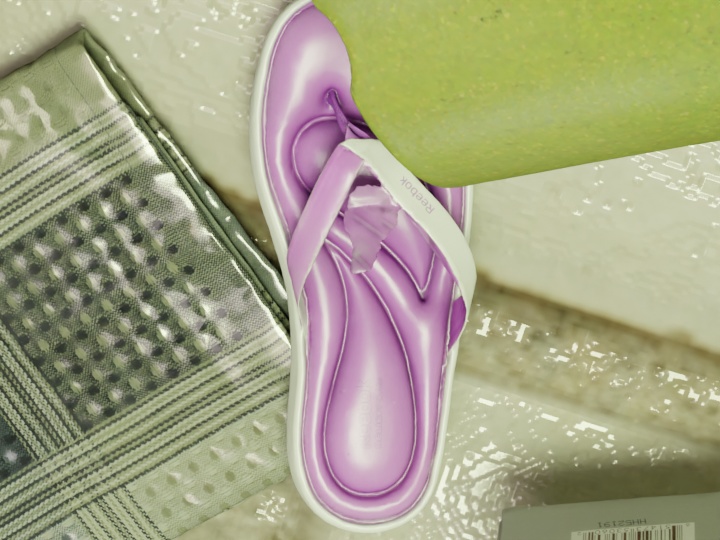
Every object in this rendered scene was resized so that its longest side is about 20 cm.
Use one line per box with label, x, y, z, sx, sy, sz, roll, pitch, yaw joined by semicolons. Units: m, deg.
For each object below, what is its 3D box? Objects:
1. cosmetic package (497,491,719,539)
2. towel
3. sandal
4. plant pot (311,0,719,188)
cosmetic package;0.113;0.190;0.884;0.106;0.090;0.201;-6;114;9
towel;-0.124;0.030;0.932;0.200;0.035;0.193;-30;103;19
sandal;0.007;-0.001;0.872;0.082;0.050;0.204;-7;101;-9
plant pot;0.088;-0.114;0.773;0.184;0.200;0.201;-18;109;26
